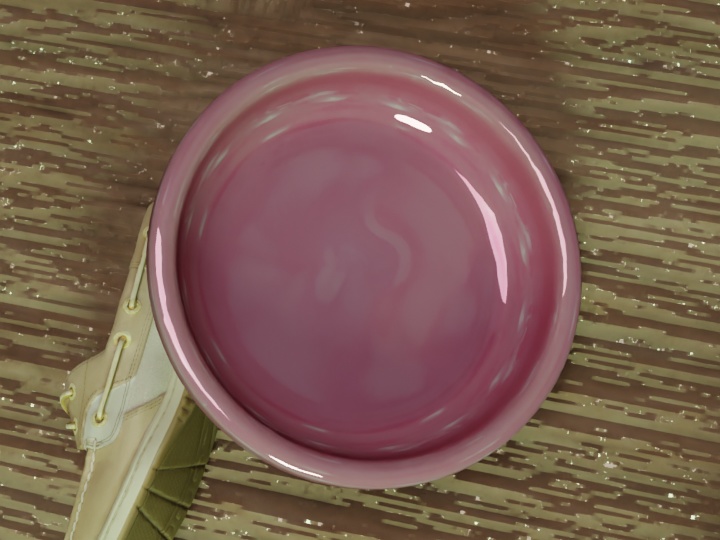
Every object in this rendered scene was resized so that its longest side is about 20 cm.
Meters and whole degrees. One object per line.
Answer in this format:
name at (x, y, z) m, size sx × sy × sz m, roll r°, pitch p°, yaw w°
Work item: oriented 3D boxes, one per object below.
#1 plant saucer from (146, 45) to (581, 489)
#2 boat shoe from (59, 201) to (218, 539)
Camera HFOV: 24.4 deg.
plant saucer at (0.000, 0.000, 0.759) m, size 0.200 × 0.051 × 0.201 m, roll 3°, pitch 79°, yaw -15°
boat shoe at (-0.105, 0.059, 0.791) m, size 0.069 × 0.074 × 0.200 m, roll 17°, pitch 75°, yaw 15°
